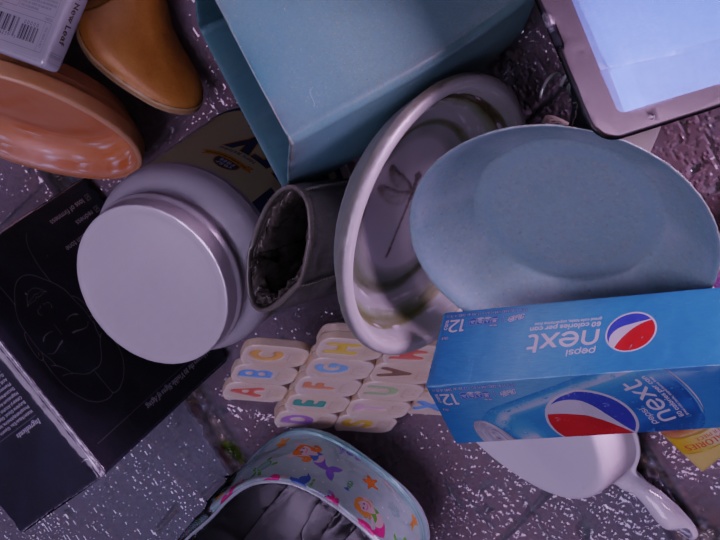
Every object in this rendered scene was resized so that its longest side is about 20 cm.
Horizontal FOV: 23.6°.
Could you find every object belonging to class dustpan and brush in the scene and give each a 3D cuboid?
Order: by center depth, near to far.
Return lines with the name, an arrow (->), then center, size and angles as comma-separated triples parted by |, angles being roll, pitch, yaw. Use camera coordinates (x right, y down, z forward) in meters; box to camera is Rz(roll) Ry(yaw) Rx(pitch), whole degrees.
dustpan and brush -> 0.179, 0.144, 1.316 | 0.200, 0.057, 0.140 | 48, 143, 0

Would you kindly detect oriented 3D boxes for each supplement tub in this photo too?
supplement tub -> -0.106, -0.029, 1.281 | 0.145, 0.200, 0.145 | 11, 118, 21

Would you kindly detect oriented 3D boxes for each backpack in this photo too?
backpack -> -0.042, 0.223, 1.402 | 0.177, 0.151, 0.200 | 38, 132, -1

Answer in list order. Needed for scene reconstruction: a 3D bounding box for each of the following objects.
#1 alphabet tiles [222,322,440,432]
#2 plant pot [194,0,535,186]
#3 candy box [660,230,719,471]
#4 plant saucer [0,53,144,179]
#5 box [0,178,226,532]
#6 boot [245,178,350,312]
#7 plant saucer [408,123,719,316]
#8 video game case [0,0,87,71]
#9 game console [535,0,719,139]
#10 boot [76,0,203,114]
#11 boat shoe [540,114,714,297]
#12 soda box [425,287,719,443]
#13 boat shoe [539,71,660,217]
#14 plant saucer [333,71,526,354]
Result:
alphabet tiles -> -0.001, 0.085, 1.309 | 0.195, 0.015, 0.200 | 6, 156, -12
plant pot -> 0.009, -0.168, 1.150 | 0.200, 0.141, 0.142 | -26, 81, -8
candy box -> 0.271, 0.037, 1.216 | 0.117, 0.056, 0.200 | 44, 126, 3
plant saucer -> -0.262, -0.128, 1.348 | 0.200, 0.200, 0.038 | 9, 73, 22
box -> -0.248, 0.065, 1.396 | 0.124, 0.200, 0.197 | -37, 94, 36
boot -> -0.002, 0.000, 1.242 | 0.072, 0.200, 0.182 | 25, 120, 26
plant saucer -> 0.133, -0.029, 1.112 | 0.201, 0.039, 0.201 | 10, 137, 9
video game case -> -0.261, -0.255, 1.272 | 0.200, 0.022, 0.182 | 21, 89, 34
game console -> 0.205, -0.199, 1.030 | 0.116, 0.200, 0.176 | 51, 148, 36
boot -> -0.165, -0.228, 1.293 | 0.201, 0.071, 0.144 | 45, 125, 5
boat shoe -> 0.173, -0.021, 1.197 | 0.060, 0.072, 0.200 | -49, 63, 31
soda box -> 0.149, 0.064, 1.124 | 0.200, 0.068, 0.064 | -7, 134, 25
boat shoe -> 0.169, -0.133, 1.145 | 0.062, 0.075, 0.200 | 25, 98, 33
plant saucer -> 0.038, -0.043, 1.167 | 0.050, 0.200, 0.200 | 25, 124, 34
